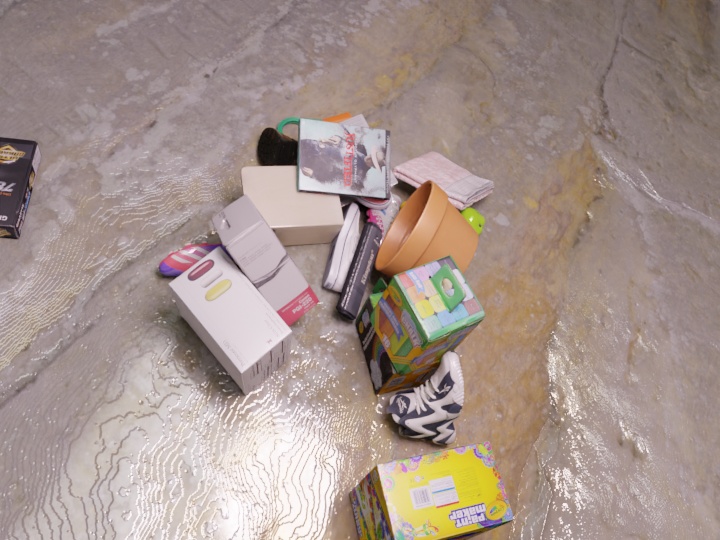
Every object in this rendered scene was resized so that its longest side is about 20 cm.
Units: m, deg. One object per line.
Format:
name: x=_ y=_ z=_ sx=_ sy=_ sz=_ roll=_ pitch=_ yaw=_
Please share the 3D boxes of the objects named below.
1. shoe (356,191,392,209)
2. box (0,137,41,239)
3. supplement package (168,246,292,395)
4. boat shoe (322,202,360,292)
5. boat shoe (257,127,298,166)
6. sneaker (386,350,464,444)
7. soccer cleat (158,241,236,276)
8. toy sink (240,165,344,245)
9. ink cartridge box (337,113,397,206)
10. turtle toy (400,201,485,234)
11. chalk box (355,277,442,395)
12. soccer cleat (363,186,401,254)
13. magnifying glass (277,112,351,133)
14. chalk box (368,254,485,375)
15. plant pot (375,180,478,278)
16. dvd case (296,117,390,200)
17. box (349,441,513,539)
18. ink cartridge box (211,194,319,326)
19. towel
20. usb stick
shoe: x=-0.009 y=-0.219 z=1.289 sx=0.071 sy=0.091 sz=0.200 roll=-39 pitch=72 yaw=-16
box: x=-0.725 y=-0.163 z=1.139 sx=0.195 sy=0.050 sz=0.202 roll=5 pitch=58 yaw=-13
supplement package: x=-0.224 y=0.092 z=1.067 sx=0.110 sy=0.156 sz=0.200 roll=-39 pitch=77 yaw=-21
boat shoe: x=-0.025 y=-0.045 z=1.275 sx=0.064 sy=0.074 sz=0.204 roll=21 pitch=68 yaw=-12
boat shoe: x=-0.157 y=-0.251 z=1.320 sx=0.073 sy=0.077 sz=0.199 roll=14 pitch=17 yaw=-42
sneaker: x=0.111 y=0.230 z=1.087 sx=0.126 sy=0.202 sz=0.080 roll=0 pitch=39 yaw=-4
soccer cleat: x=-0.286 y=-0.014 z=1.177 sx=0.196 sy=0.067 sz=0.078 roll=-15 pitch=70 yaw=-27
toy sink: x=-0.149 y=-0.128 z=1.244 sx=0.196 sy=0.112 sz=0.133 roll=-5 pitch=73 yaw=-23
ink cartridge box: x=-0.028 y=-0.239 z=1.373 sx=0.160 sy=0.057 sz=0.203 roll=-23 pitch=73 yaw=-10
turtle toy: x=0.176 y=-0.102 z=1.343 sx=0.195 sy=0.102 sz=0.149 roll=3 pitch=60 yaw=-15
chalk box: x=0.071 y=0.114 z=1.172 sx=0.121 sy=0.125 sz=0.204 roll=-7 pitch=64 yaw=-20
soccer cleat: x=0.053 y=-0.122 z=1.329 sx=0.084 sy=0.070 sz=0.204 roll=-10 pitch=60 yaw=2
magnifying glass: x=-0.108 y=-0.342 z=1.448 sx=0.197 sy=0.023 sz=0.080 roll=-23 pitch=69 yaw=-25
chalk box: x=0.114 y=0.068 z=1.018 sx=0.122 sy=0.201 sz=0.126 roll=-19 pitch=66 yaw=-25
plant pot: x=0.138 y=-0.054 z=1.193 sx=0.138 sy=0.200 sz=0.203 roll=30 pitch=56 yaw=-10
dvd case: x=-0.031 y=-0.224 z=1.232 sx=0.196 sy=0.022 sz=0.150 roll=4 pitch=82 yaw=-21
box: x=0.105 y=0.379 z=0.985 sx=0.196 sy=0.194 sz=0.124 roll=-6 pitch=61 yaw=-19
ink cartridge box: x=-0.172 y=-0.019 z=1.100 sx=0.084 sy=0.201 sz=0.146 roll=-36 pitch=34 yaw=-4
towel: x=0.194 y=-0.212 z=1.394 sx=0.189 sy=0.033 sz=0.199 roll=31 pitch=32 yaw=20
usb stick: x=0.000 y=0.000 z=1.219 sx=0.055 sy=0.032 sz=0.204 roll=38 pitch=63 yaw=-43
